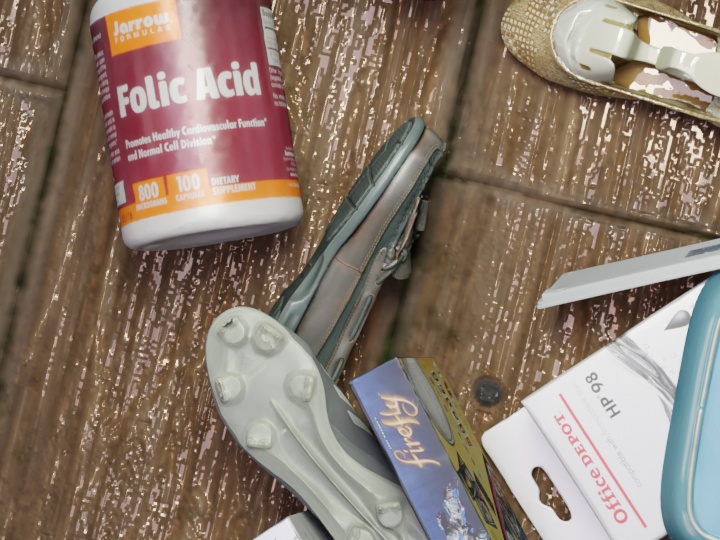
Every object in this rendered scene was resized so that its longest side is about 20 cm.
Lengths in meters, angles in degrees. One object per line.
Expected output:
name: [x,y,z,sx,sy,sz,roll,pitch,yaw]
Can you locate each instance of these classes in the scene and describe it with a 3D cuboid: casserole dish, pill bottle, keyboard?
casserole dish: [0.238,0.086,1.317,0.121,0.039,0.200,10,92,10]
pill bottle: [-0.104,-0.119,1.418,0.114,0.114,0.200,-10,87,10]
keyboard: [0.201,-0.008,1.358,0.200,0.056,0.011,-13,98,28]

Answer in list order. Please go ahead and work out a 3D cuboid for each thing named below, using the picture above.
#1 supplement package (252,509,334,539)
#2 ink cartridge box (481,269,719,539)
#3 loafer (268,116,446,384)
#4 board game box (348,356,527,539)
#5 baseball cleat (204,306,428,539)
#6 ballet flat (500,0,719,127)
supplement package: [-0.041,0.269,1.394,0.156,0.111,0.200,-34,82,8]
ink cartridge box: [0.178,0.093,1.380,0.200,0.067,0.116,-34,83,7]
loafer: [0.000,0.000,1.426,0.063,0.072,0.200,33,102,-9]
board game box: [0.064,0.147,1.366,0.035,0.135,0.200,-28,82,9]
baseball cleat: [-0.023,0.110,1.397,0.070,0.106,0.200,-35,82,4]
ballet flat: [0.179,-0.131,1.390,0.200,0.065,0.071,15,91,11]
